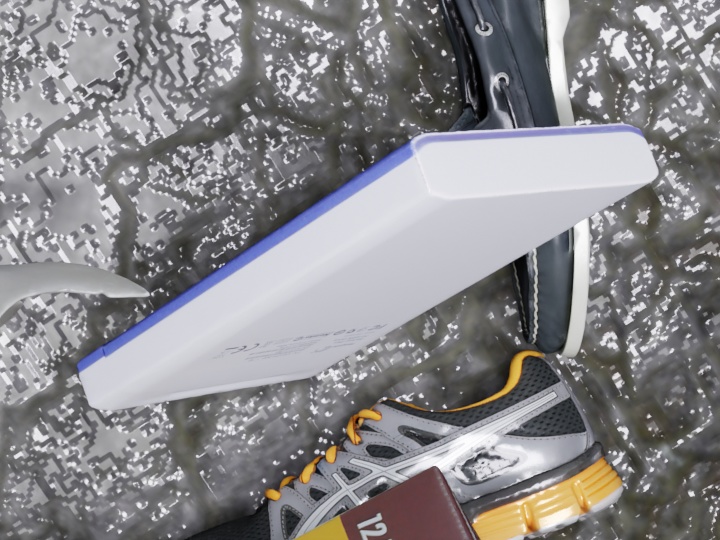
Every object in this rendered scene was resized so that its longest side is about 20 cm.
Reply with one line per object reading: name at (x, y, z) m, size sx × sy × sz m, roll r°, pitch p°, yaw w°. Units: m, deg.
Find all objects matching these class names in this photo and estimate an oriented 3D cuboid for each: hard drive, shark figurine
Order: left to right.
shark figurine at (-0.167, 0.023, 0.894) m, size 0.089 × 0.215 × 0.128 m, roll -12°, pitch 67°, yaw -37°
hard drive at (0.000, 0.000, 0.835) m, size 0.200 × 0.132 × 0.025 m, roll -32°, pitch 73°, yaw 41°

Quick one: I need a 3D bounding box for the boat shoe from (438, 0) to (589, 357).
boat shoe at (0.054, -0.062, 0.897) m, size 0.066 × 0.075 × 0.200 m, roll -6°, pitch 97°, yaw -7°

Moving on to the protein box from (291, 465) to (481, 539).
protein box at (-0.004, 0.222, 0.871) m, size 0.199 × 0.135 × 0.199 m, roll -28°, pitch 136°, yaw 2°

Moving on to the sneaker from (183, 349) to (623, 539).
sneaker at (0.007, 0.095, 0.931) m, size 0.199 × 0.078 × 0.078 m, roll -17°, pitch 83°, yaw -1°
